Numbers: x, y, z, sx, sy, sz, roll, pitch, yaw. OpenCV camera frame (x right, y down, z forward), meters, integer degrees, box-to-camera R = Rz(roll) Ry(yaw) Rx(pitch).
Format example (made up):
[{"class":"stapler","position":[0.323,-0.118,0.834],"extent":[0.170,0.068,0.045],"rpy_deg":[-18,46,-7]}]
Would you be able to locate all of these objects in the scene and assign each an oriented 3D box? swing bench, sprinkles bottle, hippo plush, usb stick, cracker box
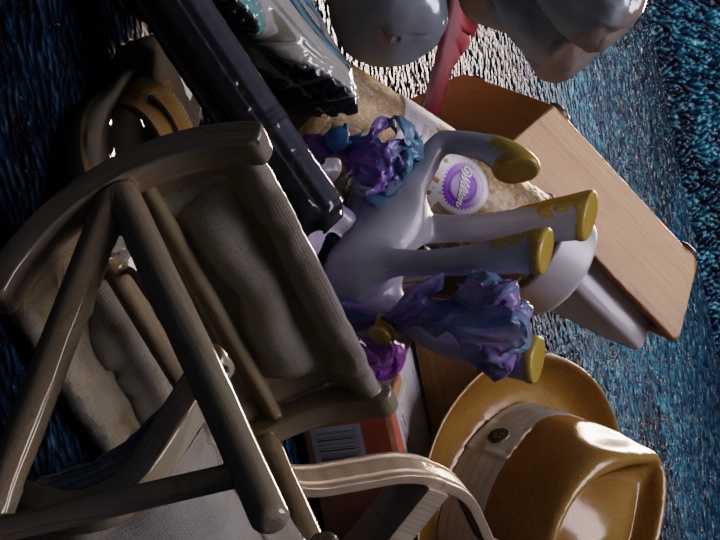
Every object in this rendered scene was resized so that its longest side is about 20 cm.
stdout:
[{"class":"swing bench","position":[-0.066,0.082,1.014],"extent":[0.199,0.130,0.200],"rpy_deg":[64,16,-48]},{"class":"sprinkles bottle","position":[0.042,-0.049,1.431],"extent":[0.200,0.068,0.068],"rpy_deg":[32,39,-24]},{"class":"hippo plush","position":[0.060,-0.188,1.389],"extent":[0.159,0.161,0.200],"rpy_deg":[26,-53,51]},{"class":"usb stick","position":[-0.071,-0.101,1.145],"extent":[0.200,0.033,0.055],"rpy_deg":[56,9,-2]},{"class":"cracker box","position":[0.020,0.099,1.473],"extent":[0.200,0.058,0.134],"rpy_deg":[-63,143,-66]}]

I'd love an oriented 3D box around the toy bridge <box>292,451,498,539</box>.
[{"class":"toy bridge","position":[0.017,0.126,1.273],"extent":[0.200,0.067,0.027],"rpy_deg":[25,19,-44]}]

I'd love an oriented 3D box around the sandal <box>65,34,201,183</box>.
[{"class":"sandal","position":[-0.091,-0.052,1.133],"extent":[0.200,0.054,0.080],"rpy_deg":[-75,153,-58]}]

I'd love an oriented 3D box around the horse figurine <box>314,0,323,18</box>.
[{"class":"horse figurine","position":[-0.067,-0.204,1.334],"extent":[0.200,0.050,0.133],"rpy_deg":[50,31,-74]}]

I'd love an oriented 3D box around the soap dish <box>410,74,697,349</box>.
[{"class":"soap dish","position":[0.126,-0.043,1.686],"extent":[0.200,0.081,0.157],"rpy_deg":[45,-8,-28]}]

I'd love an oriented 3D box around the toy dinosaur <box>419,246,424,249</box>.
[{"class":"toy dinosaur","position":[0.070,0.036,1.674],"extent":[0.102,0.077,0.200],"rpy_deg":[55,22,-33]}]

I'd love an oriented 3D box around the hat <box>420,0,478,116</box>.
[{"class":"hat","position":[0.053,-0.224,1.531],"extent":[0.200,0.176,0.166],"rpy_deg":[61,-1,17]}]

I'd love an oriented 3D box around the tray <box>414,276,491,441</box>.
[{"class":"tray","position":[0.072,0.107,1.485],"extent":[0.099,0.037,0.200],"rpy_deg":[-55,137,-70]}]

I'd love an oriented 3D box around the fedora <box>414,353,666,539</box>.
[{"class":"fedora","position":[0.115,0.143,1.415],"extent":[0.201,0.082,0.201],"rpy_deg":[-3,94,-49]}]

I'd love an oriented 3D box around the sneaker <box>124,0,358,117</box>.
[{"class":"sneaker","position":[-0.047,-0.141,1.267],"extent":[0.200,0.078,0.086],"rpy_deg":[46,51,-62]}]

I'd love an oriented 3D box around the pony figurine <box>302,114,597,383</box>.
[{"class":"pony figurine","position":[0.000,0.000,1.259],"extent":[0.167,0.200,0.193],"rpy_deg":[76,29,-47]}]
